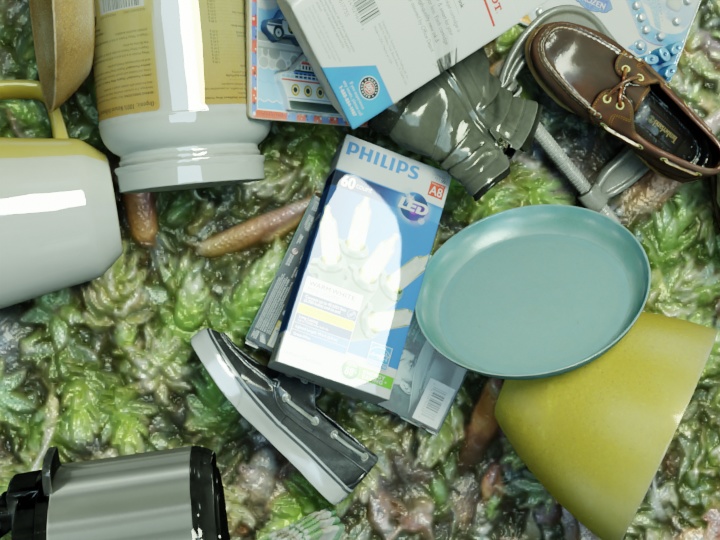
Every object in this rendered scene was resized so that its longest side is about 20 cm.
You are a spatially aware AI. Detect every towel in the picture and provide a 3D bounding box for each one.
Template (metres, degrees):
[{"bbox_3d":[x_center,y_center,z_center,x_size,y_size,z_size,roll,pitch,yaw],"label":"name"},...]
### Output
[{"bbox_3d":[-0.070,0.282,0.846,0.030,0.200,0.152,18,90,15],"label":"towel"}]

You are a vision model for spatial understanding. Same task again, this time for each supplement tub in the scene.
[{"bbox_3d":[-0.147,-0.170,0.838,0.142,0.145,0.204,-5,94,-6],"label":"supplement tub"}]

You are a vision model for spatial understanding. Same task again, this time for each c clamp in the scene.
[{"bbox_3d":[0.191,-0.126,0.923,0.170,0.027,0.201,-37,101,1],"label":"c clamp"}]

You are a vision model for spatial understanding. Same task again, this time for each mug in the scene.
[{"bbox_3d":[-0.278,-0.061,0.835,0.151,0.149,0.190,-9,101,-13],"label":"mug"}]

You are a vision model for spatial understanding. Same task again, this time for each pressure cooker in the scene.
[{"bbox_3d":[-0.205,0.244,0.842,0.196,0.179,0.179,-6,65,-6],"label":"pressure cooker"}]

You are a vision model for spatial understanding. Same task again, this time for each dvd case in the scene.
[{"bbox_3d":[0.014,0.041,0.930,0.198,0.022,0.148,26,90,-6],"label":"dvd case"}]

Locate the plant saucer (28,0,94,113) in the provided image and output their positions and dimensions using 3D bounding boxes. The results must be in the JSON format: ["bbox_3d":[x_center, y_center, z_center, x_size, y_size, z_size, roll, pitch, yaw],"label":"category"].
[{"bbox_3d":[-0.237,-0.227,0.806,0.035,0.200,0.204,-6,94,-21],"label":"plant saucer"}]

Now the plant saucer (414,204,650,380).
[{"bbox_3d":[0.144,0.020,0.865,0.198,0.201,0.028,-24,131,-4],"label":"plant saucer"}]

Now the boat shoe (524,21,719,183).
[{"bbox_3d":[0.232,-0.148,0.884,0.198,0.070,0.071,33,92,-11],"label":"boat shoe"}]

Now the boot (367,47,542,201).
[{"bbox_3d":[0.102,-0.166,0.879,0.129,0.068,0.202,30,75,-4],"label":"boot"}]

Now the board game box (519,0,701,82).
[{"bbox_3d":[0.231,-0.300,0.933,0.197,0.026,0.203,21,91,-6],"label":"board game box"}]

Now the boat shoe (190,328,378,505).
[{"bbox_3d":[-0.063,0.115,0.899,0.068,0.072,0.200,-43,99,-1],"label":"boat shoe"}]

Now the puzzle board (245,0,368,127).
[{"bbox_3d":[-0.015,-0.198,0.856,0.198,0.017,0.154,-4,94,-45],"label":"puzzle board"}]

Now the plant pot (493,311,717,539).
[{"bbox_3d":[0.199,0.113,0.885,0.140,0.200,0.202,26,90,17],"label":"plant pot"}]

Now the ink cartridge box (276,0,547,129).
[{"bbox_3d":[0.044,-0.217,0.781,0.198,0.068,0.117,-32,128,-2],"label":"ink cartridge box"}]

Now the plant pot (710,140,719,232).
[{"bbox_3d":[0.419,-0.081,0.904,0.196,0.187,0.190,-8,94,9],"label":"plant pot"}]

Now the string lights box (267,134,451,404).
[{"bbox_3d":[0.000,0.000,0.875,0.101,0.059,0.203,18,77,-8],"label":"string lights box"}]
